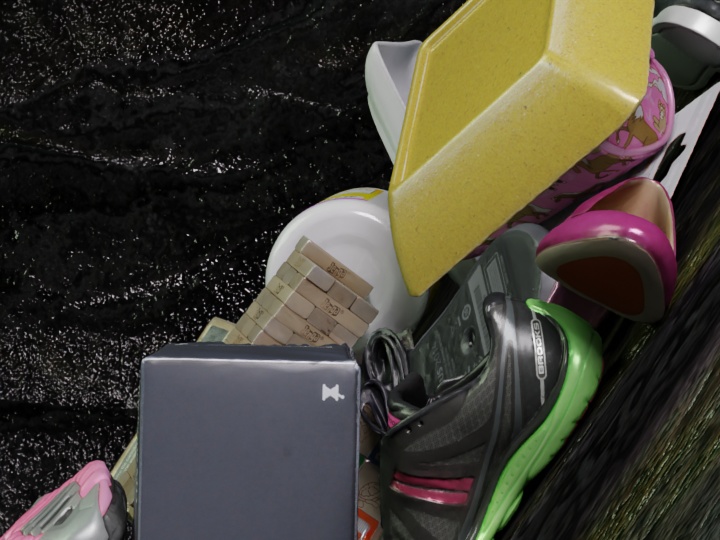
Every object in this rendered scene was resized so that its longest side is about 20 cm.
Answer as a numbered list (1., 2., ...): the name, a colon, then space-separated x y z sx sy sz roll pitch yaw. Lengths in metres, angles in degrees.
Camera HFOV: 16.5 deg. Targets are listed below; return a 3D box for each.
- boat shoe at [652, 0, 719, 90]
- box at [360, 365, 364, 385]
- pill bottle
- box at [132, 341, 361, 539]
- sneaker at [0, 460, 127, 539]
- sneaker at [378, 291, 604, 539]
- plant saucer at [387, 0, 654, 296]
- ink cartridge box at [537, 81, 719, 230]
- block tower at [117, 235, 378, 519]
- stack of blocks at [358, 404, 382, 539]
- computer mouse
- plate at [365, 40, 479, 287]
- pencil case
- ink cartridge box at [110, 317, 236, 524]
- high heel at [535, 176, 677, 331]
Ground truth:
1. boat shoe: 0.204 -0.157 1.542 0.061 0.075 0.200 -58 13 -4
2. box: 0.003 0.110 1.723 0.102 0.112 0.200 -57 0 9
3. pill bottle: 0.000 0.000 1.630 0.105 0.104 0.200 -57 -2 7
4. box: -0.061 0.142 1.365 0.198 0.122 0.202 175 96 -88
5. sneaker: -0.151 0.167 1.373 0.079 0.096 0.200 -41 2 -18
6. sneaker: 0.040 0.096 1.219 0.201 0.083 0.077 -57 1 8
7. plant saucer: 0.084 -0.112 1.410 0.200 0.048 0.201 -40 25 37
8. ink cartridge box: 0.137 -0.009 1.464 0.199 0.057 0.163 -31 16 34
9. block tower: -0.069 0.077 1.496 0.200 0.054 0.058 -54 19 -1
10. stack of blocks: -0.038 0.178 1.524 0.201 0.115 0.059 -58 1 -14
11. computer mouse: 0.070 0.050 1.374 0.200 0.052 0.139 -49 36 42
12. plate: 0.059 -0.068 1.772 0.032 0.201 0.200 -26 0 13
13. pencil case: 0.104 -0.074 1.493 0.082 0.087 0.200 -12 -10 -36
14. ink cartridge box: -0.080 0.159 1.872 0.075 0.200 0.165 19 68 44
15. high heel: 0.128 -0.025 1.191 0.097 0.067 0.200 -60 2 -11
